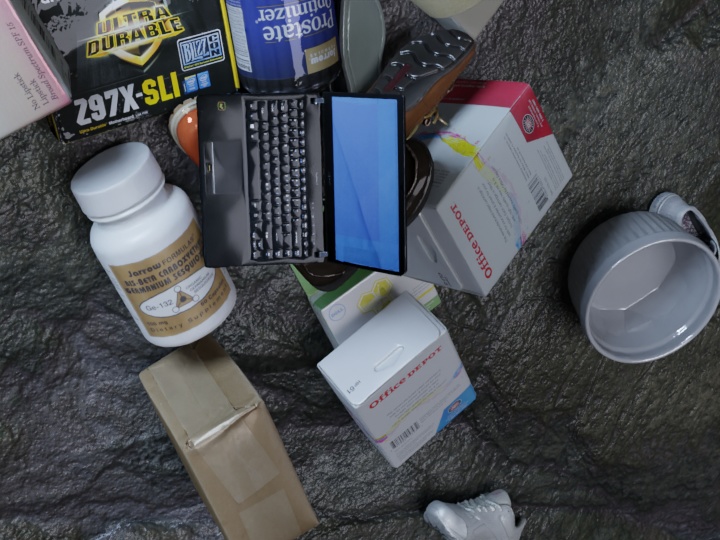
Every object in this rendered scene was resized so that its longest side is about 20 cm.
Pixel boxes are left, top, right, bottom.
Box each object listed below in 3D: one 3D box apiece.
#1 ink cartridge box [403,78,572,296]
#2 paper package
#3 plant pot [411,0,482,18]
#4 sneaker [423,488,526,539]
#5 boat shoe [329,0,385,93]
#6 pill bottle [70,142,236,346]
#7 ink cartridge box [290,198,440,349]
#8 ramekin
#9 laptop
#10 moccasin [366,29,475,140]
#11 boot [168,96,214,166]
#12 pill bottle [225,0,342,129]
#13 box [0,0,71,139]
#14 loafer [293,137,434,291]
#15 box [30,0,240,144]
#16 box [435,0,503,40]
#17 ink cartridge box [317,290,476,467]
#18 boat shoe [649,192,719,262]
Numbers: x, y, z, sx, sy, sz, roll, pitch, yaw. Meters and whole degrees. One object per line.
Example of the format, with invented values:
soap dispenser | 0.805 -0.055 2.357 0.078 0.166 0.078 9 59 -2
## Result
ink cartridge box | 0.116 -0.098 1.358 0.200 0.144 0.146 -52 130 -24
paper package | -0.151 0.201 1.342 0.103 0.191 0.201 -29 123 -13
plant pot | 0.062 -0.364 1.195 0.187 0.187 0.201 -39 120 -9
sneaker | 0.166 0.348 1.681 0.200 0.078 0.100 34 86 -46
boat shoe | -0.011 -0.224 1.308 0.075 0.060 0.202 -28 124 -41
pill bottle | -0.219 -0.028 1.244 0.114 0.114 0.201 -33 125 -13
ink cartridge box | 0.000 0.000 1.429 0.145 0.048 0.201 -35 128 -11
ramekin | 0.375 0.016 1.598 0.198 0.105 0.202 -8 125 -12
laptop | -0.060 -0.085 1.169 0.198 0.103 0.179 -2 101 -7
moccasin | 0.057 -0.186 1.296 0.202 0.073 0.078 -54 153 -21
boot | -0.119 -0.104 1.251 0.075 0.108 0.200 -40 136 10
pill bottle | -0.078 -0.248 1.224 0.111 0.112 0.201 -20 120 -21
box | -0.376 -0.174 1.056 0.199 0.109 0.128 -28 121 0
loafer | -0.001 -0.059 1.247 0.200 0.073 0.071 -51 146 15
box | -0.231 -0.233 1.183 0.199 0.049 0.161 -20 123 -22
box | 0.148 -0.366 1.331 0.082 0.068 0.200 38 91 -37
ink cartridge box | 0.049 0.137 1.458 0.144 0.085 0.200 -40 148 -8
boat shoe | 0.479 -0.032 1.682 0.072 0.068 0.201 -39 126 -9
